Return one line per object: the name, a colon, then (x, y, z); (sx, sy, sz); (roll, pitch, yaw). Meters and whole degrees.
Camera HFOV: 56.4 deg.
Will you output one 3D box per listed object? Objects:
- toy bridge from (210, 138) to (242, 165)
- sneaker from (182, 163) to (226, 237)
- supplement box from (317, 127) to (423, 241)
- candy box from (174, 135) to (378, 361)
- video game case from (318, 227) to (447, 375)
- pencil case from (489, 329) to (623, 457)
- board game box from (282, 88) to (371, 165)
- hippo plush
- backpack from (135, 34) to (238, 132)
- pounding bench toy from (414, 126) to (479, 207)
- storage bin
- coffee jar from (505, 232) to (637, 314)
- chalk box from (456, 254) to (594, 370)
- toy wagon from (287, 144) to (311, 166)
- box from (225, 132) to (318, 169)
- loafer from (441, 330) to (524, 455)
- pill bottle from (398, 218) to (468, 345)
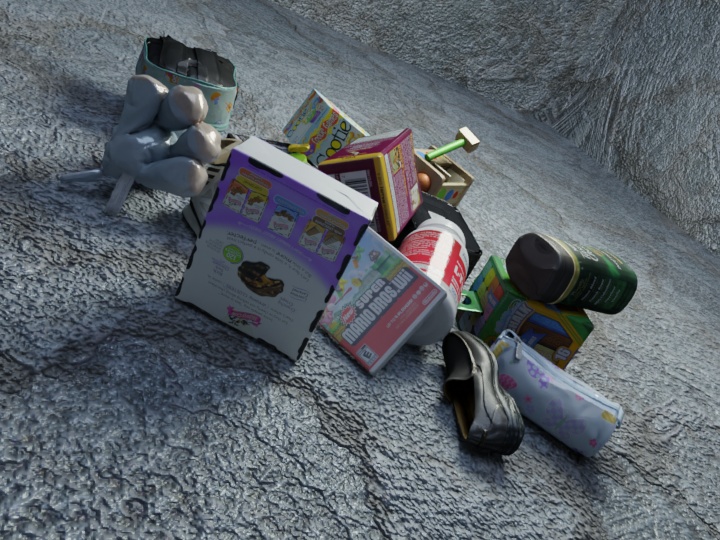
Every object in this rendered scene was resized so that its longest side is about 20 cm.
toy bridge: (-0.209, -0.183, 1.069); (0.199, 0.027, 0.067); (24, 48, 39)
sneaker: (-0.172, -0.075, 0.898); (0.075, 0.116, 0.201); (3, 35, -43)
supplement box: (0.022, -0.135, 1.056); (0.102, 0.132, 0.200); (-5, 20, 21)
candy box: (-0.099, -0.023, 0.775); (0.166, 0.201, 0.072); (28, 24, -2)
video game case: (-0.005, 0.021, 0.887); (0.200, 0.143, 0.017); (40, -10, 24)
pencil case: (0.256, 0.166, 0.924); (0.199, 0.091, 0.083); (36, 25, 13)
board game box: (-0.035, -0.235, 1.288); (0.199, 0.105, 0.103); (33, 14, -32)
hippo plush: (-0.272, -0.158, 0.941); (0.158, 0.201, 0.161); (34, 0, -2)
backpack: (-0.302, -0.307, 1.156); (0.174, 0.155, 0.200); (14, 19, -24)
pounding bench toy: (0.141, -0.202, 1.360); (0.124, 0.201, 0.155); (44, 28, 24)
storage bin: (0.119, -0.058, 1.200); (0.134, 0.094, 0.201); (20, 26, -19)
coffee jar: (0.312, 0.005, 0.996); (0.198, 0.086, 0.104); (9, 29, -35)
chalk box: (0.231, 0.068, 1.040); (0.198, 0.125, 0.125); (23, 25, -13)
toy wagon: (-0.124, -0.130, 1.031); (0.153, 0.040, 0.201); (4, 39, 20)
box: (-0.133, -0.163, 1.185); (0.157, 0.050, 0.200); (0, 38, -48)
loafer: (0.140, 0.146, 0.865); (0.072, 0.073, 0.201); (12, 28, -23)
pill bottle: (0.099, 0.008, 0.989); (0.111, 0.113, 0.201); (28, 37, -1)
